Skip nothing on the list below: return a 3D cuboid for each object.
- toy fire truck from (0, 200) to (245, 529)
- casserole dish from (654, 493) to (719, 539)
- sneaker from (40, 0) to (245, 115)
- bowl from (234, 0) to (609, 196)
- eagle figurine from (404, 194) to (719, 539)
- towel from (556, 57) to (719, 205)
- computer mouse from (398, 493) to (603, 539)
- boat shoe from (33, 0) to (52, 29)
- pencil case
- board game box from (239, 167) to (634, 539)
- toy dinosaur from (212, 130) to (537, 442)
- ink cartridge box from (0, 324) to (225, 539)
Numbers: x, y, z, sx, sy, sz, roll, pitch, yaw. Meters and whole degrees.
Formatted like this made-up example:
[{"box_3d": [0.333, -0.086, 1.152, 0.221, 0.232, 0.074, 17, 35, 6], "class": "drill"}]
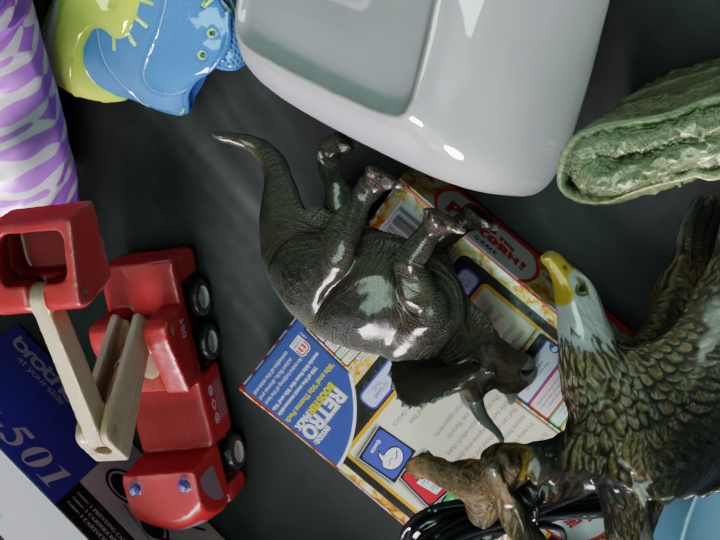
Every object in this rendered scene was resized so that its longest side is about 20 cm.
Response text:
[{"box_3d": [-0.120, 0.052, 0.951, 0.048, 0.141, 0.202, -6, 106, 20], "class": "toy fire truck"}, {"box_3d": [0.182, 0.150, 0.908, 0.039, 0.120, 0.201, 35, 124, 48], "class": "casserole dish"}, {"box_3d": [-0.086, -0.162, 0.911, 0.104, 0.076, 0.201, 25, 126, -2], "class": "sneaker"}, {"box_3d": [0.016, -0.147, 0.830, 0.200, 0.074, 0.201, 31, 118, 41], "class": "bowl"}, {"box_3d": [0.129, 0.046, 0.805, 0.152, 0.199, 0.152, 44, 158, 44], "class": "eagle figurine"}, {"box_3d": [0.191, -0.081, 0.802, 0.199, 0.148, 0.037, -16, 100, 26], "class": "towel"}, {"box_3d": [0.085, 0.186, 0.923, 0.139, 0.046, 0.201, -11, 129, -7], "class": "computer mouse"}, {"box_3d": [-0.188, -0.167, 0.940, 0.074, 0.066, 0.201, 29, 116, 6], "class": "boat shoe"}, {"box_3d": [-0.192, -0.080, 0.914, 0.083, 0.086, 0.201, 17, 149, 17], "class": "pencil case"}, {"box_3d": [0.060, 0.065, 0.947, 0.200, 0.046, 0.152, 40, 115, 2], "class": "board game box"}, {"box_3d": [0.000, 0.000, 0.880, 0.199, 0.077, 0.103, 29, 106, 6], "class": "toy dinosaur"}, {"box_3d": [-0.152, 0.128, 1.013, 0.200, 0.094, 0.044, 46, 115, -1], "class": "ink cartridge box"}]
